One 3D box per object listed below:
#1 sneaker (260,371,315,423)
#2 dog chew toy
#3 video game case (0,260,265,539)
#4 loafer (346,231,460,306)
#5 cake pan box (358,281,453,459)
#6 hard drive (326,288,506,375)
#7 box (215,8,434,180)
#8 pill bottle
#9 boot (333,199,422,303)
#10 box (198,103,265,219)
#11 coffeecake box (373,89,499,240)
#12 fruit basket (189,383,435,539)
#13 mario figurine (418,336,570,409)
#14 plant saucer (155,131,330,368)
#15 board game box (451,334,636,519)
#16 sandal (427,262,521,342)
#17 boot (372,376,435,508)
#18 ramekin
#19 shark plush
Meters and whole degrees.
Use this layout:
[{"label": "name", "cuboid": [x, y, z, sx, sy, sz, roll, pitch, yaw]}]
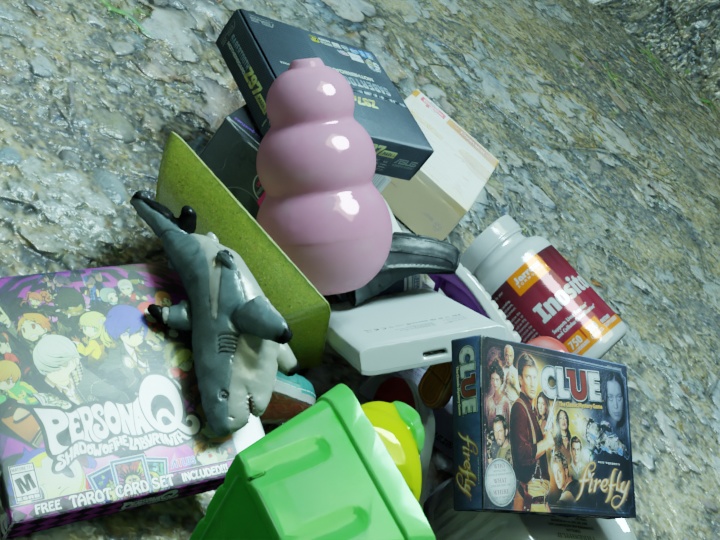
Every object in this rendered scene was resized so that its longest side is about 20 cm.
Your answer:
[{"label": "sneaker", "cuboid": [-0.121, 0.067, 0.904, 0.198, 0.071, 0.081, 22, 52, -28]}, {"label": "dog chew toy", "cuboid": [-0.037, -0.084, 0.957, 0.124, 0.123, 0.203, -21, 108, -57]}, {"label": "video game case", "cuboid": [-0.179, 0.083, 0.792, 0.198, 0.036, 0.183, -6, 63, -33]}, {"label": "loafer", "cuboid": [0.000, 0.000, 1.060, 0.198, 0.068, 0.071, 0, 79, -10]}, {"label": "cake pan box", "cuboid": [0.103, 0.115, 1.137, 0.199, 0.052, 0.185, 35, 33, -11]}, {"label": "hard drive", "cuboid": [0.037, 0.053, 1.002, 0.130, 0.027, 0.200, -9, 11, -13]}, {"label": "box", "cuboid": [-0.034, -0.176, 1.106, 0.198, 0.051, 0.159, 7, 46, -44]}, {"label": "pill bottle", "cuboid": [0.213, 0.035, 1.304, 0.200, 0.113, 0.113, 48, 31, 12]}, {"label": "boot", "cuboid": [-0.007, -0.030, 1.178, 0.089, 0.074, 0.200, -7, 27, -16]}, {"label": "box", "cuboid": [-0.091, -0.111, 1.132, 0.106, 0.122, 0.200, 41, 30, -1]}, {"label": "coffeecake box", "cuboid": [0.085, -0.137, 1.417, 0.153, 0.073, 0.200, 41, 30, -1]}, {"label": "fruit basket", "cuboid": [-0.014, 0.176, 0.771, 0.214, 0.216, 0.156, 2, 47, -48]}, {"label": "mario figurine", "cuboid": [0.139, 0.126, 1.009, 0.199, 0.106, 0.124, 4, 51, -50]}, {"label": "plant saucer", "cuboid": [-0.112, 0.002, 0.951, 0.048, 0.200, 0.200, -39, 79, -15]}, {"label": "board game box", "cuboid": [0.157, 0.136, 0.915, 0.198, 0.034, 0.137, 13, 70, -40]}, {"label": "sandal", "cuboid": [0.115, 0.056, 1.124, 0.050, 0.083, 0.203, -35, 76, -16]}, {"label": "boot", "cuboid": [-0.013, 0.146, 0.946, 0.143, 0.073, 0.201, 30, 35, -15]}, {"label": "ramekin", "cuboid": [0.158, 0.248, 0.972, 0.199, 0.105, 0.201, 29, 33, -20]}, {"label": "shark plush", "cuboid": [-0.119, 0.019, 0.806, 0.201, 0.083, 0.091, 59, -11, 7]}]
